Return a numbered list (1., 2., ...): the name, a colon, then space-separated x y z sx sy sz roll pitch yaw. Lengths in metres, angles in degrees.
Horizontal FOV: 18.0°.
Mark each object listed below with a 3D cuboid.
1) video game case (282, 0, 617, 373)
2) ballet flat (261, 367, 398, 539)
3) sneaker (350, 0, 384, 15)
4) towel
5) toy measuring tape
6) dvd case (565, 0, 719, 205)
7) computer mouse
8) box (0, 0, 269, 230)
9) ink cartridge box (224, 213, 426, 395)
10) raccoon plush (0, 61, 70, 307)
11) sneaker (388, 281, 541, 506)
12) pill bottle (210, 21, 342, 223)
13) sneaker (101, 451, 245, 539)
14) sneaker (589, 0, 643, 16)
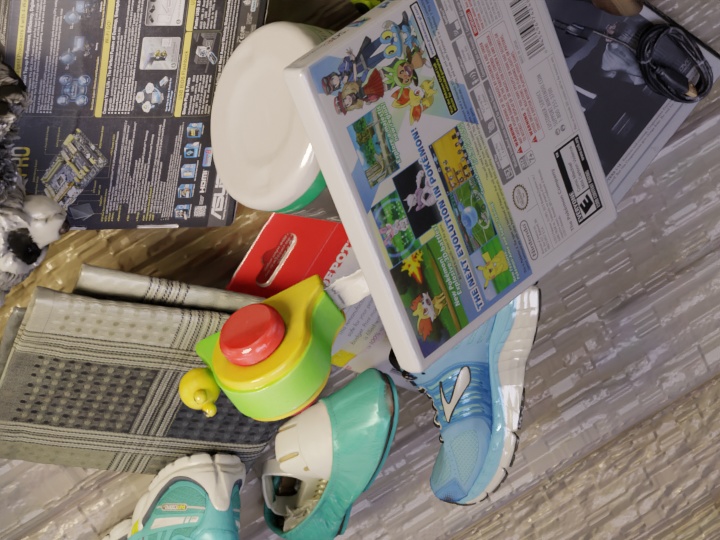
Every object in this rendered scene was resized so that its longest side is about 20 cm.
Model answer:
1. video game case: 0.058 -0.072 1.326 0.182 0.022 0.201 -36 118 -30
2. ballet flat: -0.028 0.131 1.532 0.070 0.068 0.200 -2 149 -16
3. sneaker: 0.001 -0.221 1.360 0.200 0.074 0.084 49 66 -33
4. towel: -0.137 0.069 1.456 0.199 0.035 0.193 7 143 -20
5. toy measuring tape: -0.020 0.038 1.363 0.200 0.074 0.074 -27 129 9
6. dvd case: 0.130 -0.125 1.496 0.200 0.025 0.150 28 106 -36
7. computer mouse: 0.155 -0.147 1.457 0.199 0.034 0.059 18 111 -32
8. box: -0.142 -0.119 1.364 0.161 0.049 0.201 -4 122 -24
9. ink cartridge box: 0.000 0.000 1.492 0.200 0.067 0.116 20 112 -33
10. raccoon plush: -0.264 -0.059 1.317 0.199 0.097 0.134 20 129 15
11. sneaker: 0.061 0.064 1.487 0.090 0.078 0.201 3 120 -6
12. pill bottle: 0.018 -0.081 1.379 0.200 0.113 0.113 7 119 -39
13. sneaker: -0.130 0.201 1.541 0.077 0.080 0.200 5 142 -21
14. sneaker: 0.108 -0.218 1.375 0.075 0.071 0.200 -11 147 26
